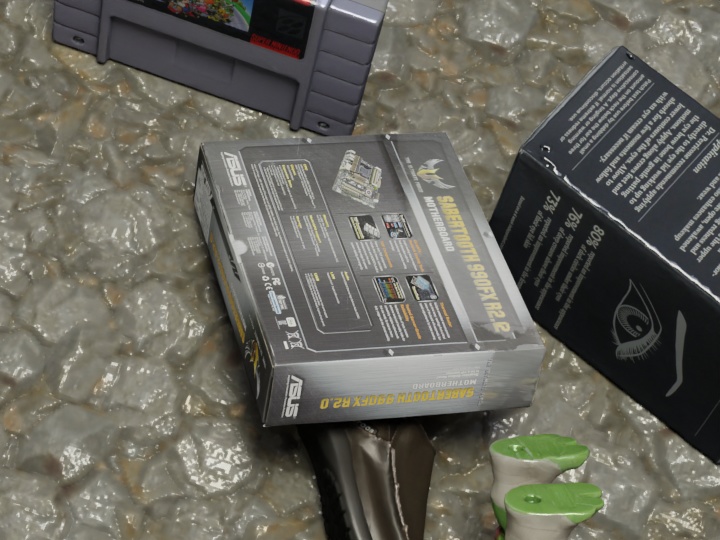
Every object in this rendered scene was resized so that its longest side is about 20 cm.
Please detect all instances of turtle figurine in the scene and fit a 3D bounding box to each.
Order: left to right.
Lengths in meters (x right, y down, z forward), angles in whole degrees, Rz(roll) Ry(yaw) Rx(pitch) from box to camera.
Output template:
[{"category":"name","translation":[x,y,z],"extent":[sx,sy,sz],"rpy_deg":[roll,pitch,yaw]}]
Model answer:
[{"category":"turtle figurine","translation":[0.121,0.195,1.143],"extent":[0.200,0.194,0.144],"rpy_deg":[11,22,28]}]

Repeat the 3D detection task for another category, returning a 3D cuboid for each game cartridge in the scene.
[{"category":"game cartridge","translation":[-0.089,-0.153,1.311],"extent":[0.200,0.130,0.038],"rpy_deg":[19,62,2]}]

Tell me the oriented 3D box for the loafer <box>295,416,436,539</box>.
[{"category":"loafer","translation":[0.012,0.112,1.220],"extent":[0.071,0.073,0.200],"rpy_deg":[-11,65,-13]}]

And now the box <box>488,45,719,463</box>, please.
[{"category":"box","translation":[0.182,-0.007,1.270],"extent":[0.200,0.148,0.104],"rpy_deg":[39,63,10]}]

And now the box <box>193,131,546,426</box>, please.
[{"category":"box","translation":[0.000,0.000,1.247],"extent":[0.158,0.048,0.200],"rpy_deg":[-3,42,-18]}]
